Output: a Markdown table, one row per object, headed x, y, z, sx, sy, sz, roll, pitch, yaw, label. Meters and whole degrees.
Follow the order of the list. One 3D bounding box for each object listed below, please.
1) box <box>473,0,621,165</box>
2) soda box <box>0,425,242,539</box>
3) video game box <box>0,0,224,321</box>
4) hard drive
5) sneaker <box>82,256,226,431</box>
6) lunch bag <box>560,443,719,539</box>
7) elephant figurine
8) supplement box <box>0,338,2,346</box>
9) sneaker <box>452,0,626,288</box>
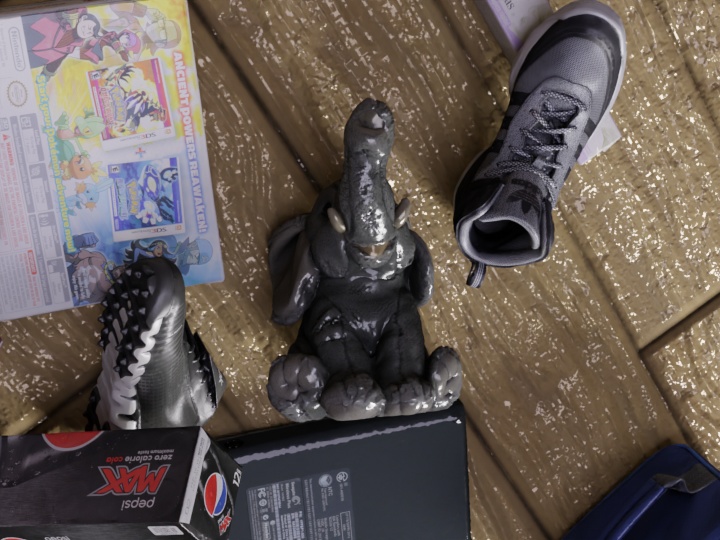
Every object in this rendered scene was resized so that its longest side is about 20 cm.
| x | y | z | sx | sy | sz | roll | pitch | yaw | label |
| --- | --- | --- | --- | --- | --- | --- | --- | --- | --- |
| 0.119 | -0.165 | 0.907 | 0.039 | 0.041 | 0.200 | -35 | 114 | -2 | box |
| -0.182 | 0.148 | 0.846 | 0.199 | 0.071 | 0.063 | -6 | 145 | 22 | soda box |
| -0.191 | -0.075 | 0.841 | 0.181 | 0.047 | 0.201 | -9 | 111 | -11 | video game box |
| -0.013 | 0.179 | 0.990 | 0.199 | 0.033 | 0.140 | -9 | 111 | -14 | hard drive |
| -0.131 | 0.063 | 0.875 | 0.090 | 0.067 | 0.200 | -5 | 138 | -27 | sneaker |
| 0.248 | 0.239 | 1.034 | 0.200 | 0.136 | 0.132 | -45 | 115 | 1 | lunch bag |
| 0.000 | 0.000 | 0.888 | 0.141 | 0.155 | 0.201 | 2 | 82 | -52 | elephant figurine |
| -0.304 | -0.011 | 0.745 | 0.103 | 0.131 | 0.200 | -33 | 95 | -19 | supplement box |
| 0.120 | -0.077 | 0.866 | 0.075 | 0.114 | 0.200 | 22 | 125 | -6 | sneaker |
